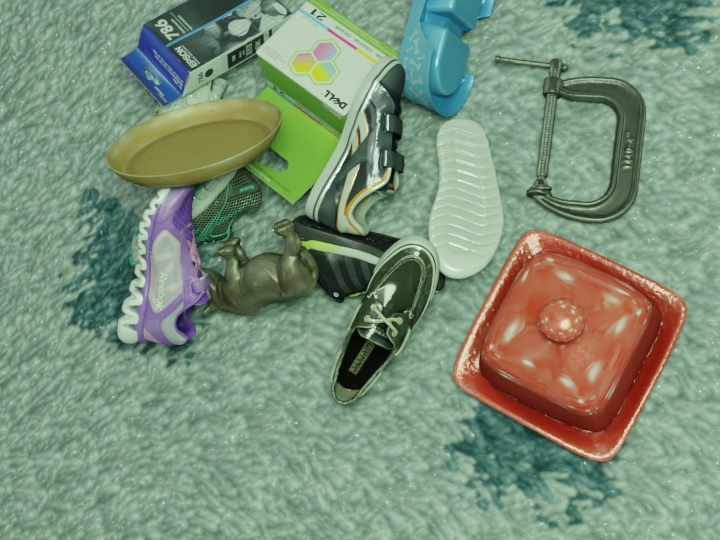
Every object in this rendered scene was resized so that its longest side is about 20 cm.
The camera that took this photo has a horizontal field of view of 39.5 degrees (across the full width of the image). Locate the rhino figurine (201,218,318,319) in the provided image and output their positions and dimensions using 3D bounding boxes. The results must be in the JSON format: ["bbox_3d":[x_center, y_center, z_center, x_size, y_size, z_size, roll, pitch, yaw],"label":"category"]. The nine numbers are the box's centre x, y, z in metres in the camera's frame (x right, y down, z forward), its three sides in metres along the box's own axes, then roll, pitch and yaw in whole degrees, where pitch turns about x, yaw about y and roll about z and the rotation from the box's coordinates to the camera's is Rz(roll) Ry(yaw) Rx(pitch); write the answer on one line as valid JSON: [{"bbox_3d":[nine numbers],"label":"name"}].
[{"bbox_3d":[-0.131,0.007,1.139,0.200,0.060,0.088,-17,104,33],"label":"rhino figurine"}]

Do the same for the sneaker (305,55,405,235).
[{"bbox_3d":[0.017,-0.133,1.112,0.079,0.078,0.200,28,99,17],"label":"sneaker"}]

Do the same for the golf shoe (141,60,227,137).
[{"bbox_3d":[-0.204,-0.201,1.234,0.097,0.078,0.200,-25,72,1],"label":"golf shoe"}]

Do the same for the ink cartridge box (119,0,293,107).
[{"bbox_3d":[-0.188,-0.287,1.230,0.200,0.039,0.099,-37,70,-21],"label":"ink cartridge box"}]

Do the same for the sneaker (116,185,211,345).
[{"bbox_3d":[-0.203,-0.003,1.111,0.088,0.080,0.201,18,106,9],"label":"sneaker"}]

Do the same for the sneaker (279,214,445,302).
[{"bbox_3d":[0.000,0.000,1.145,0.200,0.072,0.083,20,111,17],"label":"sneaker"}]

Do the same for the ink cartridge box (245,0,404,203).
[{"bbox_3d":[-0.065,-0.200,1.174,0.148,0.076,0.200,38,75,20],"label":"ink cartridge box"}]

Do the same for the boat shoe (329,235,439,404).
[{"bbox_3d":[0.026,0.058,1.074,0.071,0.064,0.200,26,110,-1],"label":"boat shoe"}]

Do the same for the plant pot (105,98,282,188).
[{"bbox_3d":[-0.181,-0.139,1.110,0.199,0.028,0.200,-10,29,6],"label":"plant pot"}]

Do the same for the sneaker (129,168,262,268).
[{"bbox_3d":[-0.195,-0.055,1.194,0.200,0.091,0.078,-37,38,26],"label":"sneaker"}]

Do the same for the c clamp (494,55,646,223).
[{"bbox_3d":[0.234,-0.149,1.132,0.170,0.027,0.201,1,75,10],"label":"c clamp"}]

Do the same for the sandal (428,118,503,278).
[{"bbox_3d":[0.119,-0.078,1.133,0.082,0.050,0.203,6,65,1],"label":"sandal"}]

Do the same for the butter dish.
[{"bbox_3d":[0.208,0.063,1.018,0.199,0.148,0.200,27,84,18],"label":"butter dish"}]

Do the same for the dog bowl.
[{"bbox_3d":[0.097,-0.278,1.150,0.049,0.111,0.201,13,88,31],"label":"dog bowl"}]
